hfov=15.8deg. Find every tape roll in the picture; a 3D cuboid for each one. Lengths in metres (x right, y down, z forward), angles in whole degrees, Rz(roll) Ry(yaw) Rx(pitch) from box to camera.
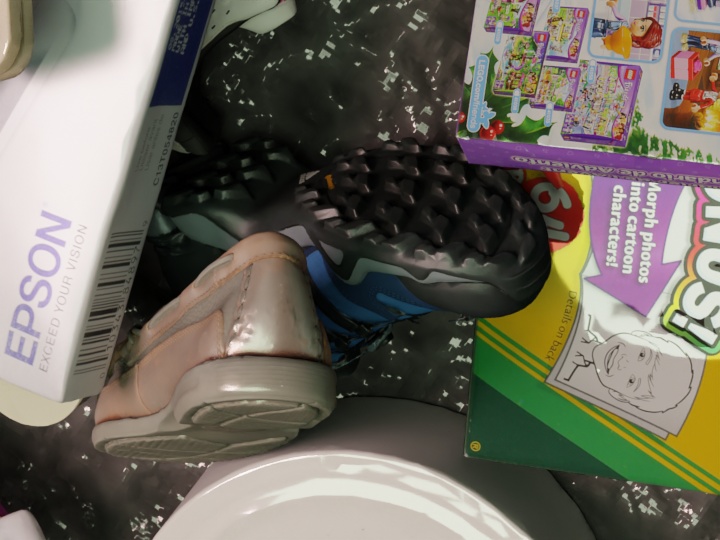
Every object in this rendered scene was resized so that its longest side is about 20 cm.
[{"bbox_3d":[0.003,0.157,1.063,0.202,0.071,0.203,4,107,12],"label":"tape roll"}]

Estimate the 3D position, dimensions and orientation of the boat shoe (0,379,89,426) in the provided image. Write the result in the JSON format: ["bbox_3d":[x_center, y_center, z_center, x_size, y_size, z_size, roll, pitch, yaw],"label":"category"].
[{"bbox_3d":[-0.151,-0.035,1.026,0.071,0.063,0.200,-29,85,19],"label":"boat shoe"}]

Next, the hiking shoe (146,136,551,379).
[{"bbox_3d":[0.000,0.000,0.998,0.200,0.074,0.087,10,127,45],"label":"hiking shoe"}]

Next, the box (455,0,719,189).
[{"bbox_3d":[0.116,-0.130,0.923,0.136,0.039,0.201,7,79,12],"label":"box"}]

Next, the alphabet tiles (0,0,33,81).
[{"bbox_3d":[-0.157,-0.161,0.916,0.195,0.015,0.201,-8,82,41],"label":"alphabet tiles"}]

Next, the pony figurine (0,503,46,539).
[{"bbox_3d":[-0.195,0.144,1.059,0.193,0.167,0.200,-42,57,5],"label":"pony figurine"}]

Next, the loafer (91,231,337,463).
[{"bbox_3d":[-0.053,0.033,0.972,0.072,0.200,0.063,5,79,-18],"label":"loafer"}]

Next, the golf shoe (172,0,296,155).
[{"bbox_3d":[-0.056,-0.138,0.994,0.092,0.073,0.200,27,119,0],"label":"golf shoe"}]

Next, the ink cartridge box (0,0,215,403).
[{"bbox_3d":[-0.161,-0.077,0.968,0.199,0.041,0.200,21,103,19],"label":"ink cartridge box"}]

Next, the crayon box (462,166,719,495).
[{"bbox_3d":[0.136,-0.018,0.985,0.172,0.058,0.201,8,106,12],"label":"crayon box"}]
